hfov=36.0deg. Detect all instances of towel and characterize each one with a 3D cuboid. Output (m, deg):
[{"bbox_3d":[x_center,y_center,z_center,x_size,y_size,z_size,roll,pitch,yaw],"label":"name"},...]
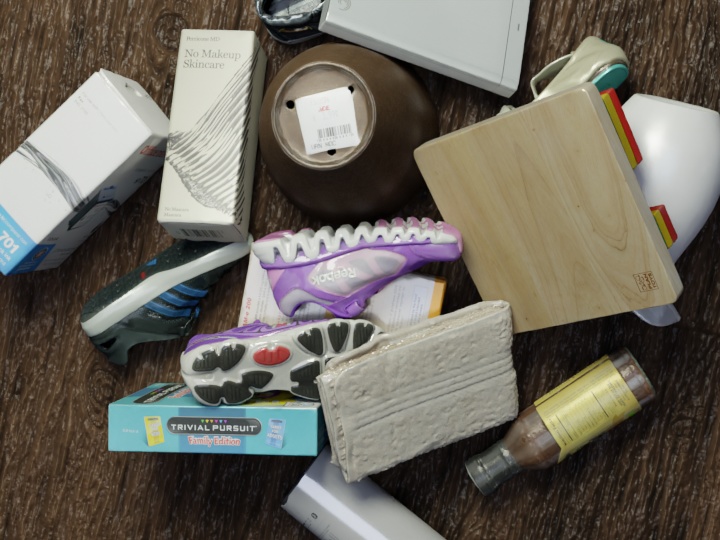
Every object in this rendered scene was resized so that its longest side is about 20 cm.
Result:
[{"bbox_3d":[0.058,0.115,1.051,0.198,0.034,0.134,-18,120,-15],"label":"towel"}]

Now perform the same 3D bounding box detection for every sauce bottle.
[{"bbox_3d":[0.196,0.154,1.104,0.199,0.065,0.065,-34,89,9],"label":"sauce bottle"}]

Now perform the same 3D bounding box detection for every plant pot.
[{"bbox_3d":[-0.020,-0.136,1.046,0.185,0.200,0.189,0,93,6],"label":"plant pot"}]

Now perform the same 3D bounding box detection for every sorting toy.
[{"bbox_3d":[0.177,-0.058,1.009,0.198,0.070,0.201,-15,107,45],"label":"sorting toy"}]

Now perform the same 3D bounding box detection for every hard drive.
[{"bbox_3d":[0.067,-0.258,1.061,0.198,0.027,0.133,16,70,-16],"label":"hard drive"}]

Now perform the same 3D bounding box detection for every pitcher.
[{"bbox_3d":[0.254,-0.069,1.070,0.170,0.121,0.202,18,106,20],"label":"pitcher"}]

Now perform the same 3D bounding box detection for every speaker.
[{"bbox_3d":[0.018,0.268,1.119,0.199,0.081,0.081,38,96,4],"label":"speaker"}]

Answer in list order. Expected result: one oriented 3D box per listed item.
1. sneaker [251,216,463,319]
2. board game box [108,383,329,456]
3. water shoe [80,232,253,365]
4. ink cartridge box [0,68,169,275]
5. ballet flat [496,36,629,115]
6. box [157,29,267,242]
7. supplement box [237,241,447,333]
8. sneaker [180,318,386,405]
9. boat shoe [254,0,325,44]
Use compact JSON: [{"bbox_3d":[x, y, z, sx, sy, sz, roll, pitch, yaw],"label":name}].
[{"bbox_3d":[0.000,0.000,1.043,0.198,0.080,0.089,-7,96,9],"label":"sneaker"},{"bbox_3d":[-0.129,0.144,1.094,0.198,0.151,0.047,1,92,6],"label":"board game box"},{"bbox_3d":[-0.190,0.024,1.149,0.199,0.072,0.079,-27,118,5],"label":"water shoe"},{"bbox_3d":[-0.284,-0.095,1.102,0.200,0.146,0.086,-41,89,6],"label":"ink cartridge box"},{"bbox_3d":[0.176,-0.153,1.095,0.200,0.069,0.070,-43,88,14],"label":"ballet flat"},{"bbox_3d":[-0.145,-0.133,1.099,0.081,0.068,0.202,2,76,7],"label":"box"},{"bbox_3d":[-0.021,0.051,1.117,0.198,0.074,0.127,12,93,4],"label":"supplement box"},{"bbox_3d":[-0.071,0.071,1.047,0.198,0.084,0.081,-2,114,-12],"label":"sneaker"},{"bbox_3d":[-0.008,-0.282,1.093,0.199,0.091,0.071,-24,90,6],"label":"boat shoe"}]
